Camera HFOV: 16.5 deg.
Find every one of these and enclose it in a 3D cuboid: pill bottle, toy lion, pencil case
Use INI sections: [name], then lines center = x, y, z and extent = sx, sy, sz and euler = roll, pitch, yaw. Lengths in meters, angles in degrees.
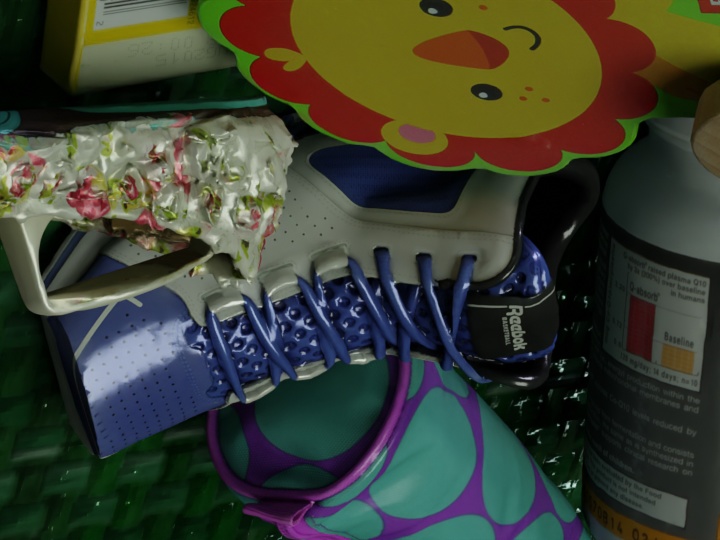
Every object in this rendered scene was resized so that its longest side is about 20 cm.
[pill bottle]
center = 0.146, 0.012, 0.935
extent = 0.116, 0.116, 0.201
euler = -16, 120, -34
[toy lion]
center = 0.041, -0.087, 0.690
extent = 0.200, 0.191, 0.069
euler = 62, 36, -58
[pencil case]
center = 0.022, 0.091, 0.914
extent = 0.200, 0.085, 0.093
euler = 49, 55, -49

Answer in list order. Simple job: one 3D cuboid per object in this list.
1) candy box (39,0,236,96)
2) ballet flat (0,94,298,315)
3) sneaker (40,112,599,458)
[candy box]
center = -0.037, -0.150, 0.724
extent = 0.102, 0.026, 0.200
euler = -15, 129, -38
[ballet flat]
center = -0.103, -0.018, 0.710
extent = 0.200, 0.076, 0.064
euler = -3, 94, -33
[sneaker]
center = 0.001, 0.000, 0.803
extent = 0.199, 0.115, 0.081
euler = -33, 136, -20
